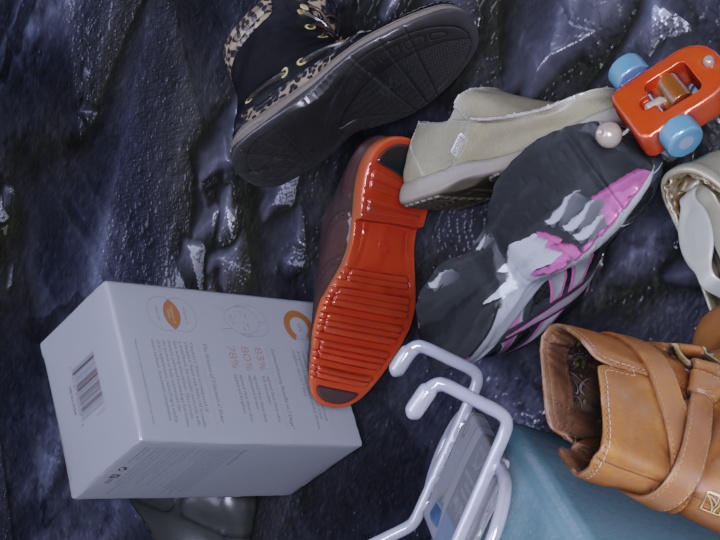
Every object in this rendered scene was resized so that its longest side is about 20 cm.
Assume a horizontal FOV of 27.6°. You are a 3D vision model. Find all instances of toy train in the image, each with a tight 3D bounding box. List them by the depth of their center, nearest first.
[{"bbox_3d":[0.229,-0.064,0.790,0.150,0.056,0.200,-37,53,3],"label":"toy train"}]

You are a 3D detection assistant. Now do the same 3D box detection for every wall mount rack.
[{"bbox_3d":[0.017,0.132,0.787,0.200,0.074,0.174,-113,48,-83],"label":"wall mount rack"}]

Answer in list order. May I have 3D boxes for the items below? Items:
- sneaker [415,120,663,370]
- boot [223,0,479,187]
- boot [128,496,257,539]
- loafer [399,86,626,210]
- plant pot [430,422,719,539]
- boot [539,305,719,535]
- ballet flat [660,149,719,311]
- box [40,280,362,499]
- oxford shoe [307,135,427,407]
[{"bbox_3d":[0.118,-0.016,0.910,0.200,0.086,0.081,-45,59,37],"label":"sneaker"},{"bbox_3d":[-0.018,-0.162,1.083,0.200,0.073,0.151,-34,39,14],"label":"boot"},{"bbox_3d":[-0.163,0.219,1.208,0.200,0.077,0.139,0,90,49],"label":"boot"},{"bbox_3d":[0.094,-0.089,0.957,0.200,0.075,0.069,-16,79,47],"label":"loafer"},{"bbox_3d":[0.127,0.192,0.803,0.196,0.196,0.200,-63,25,21],"label":"plant pot"},{"bbox_3d":[0.150,0.058,0.687,0.200,0.155,0.077,-97,27,-57],"label":"boot"},{"bbox_3d":[0.217,0.023,0.813,0.069,0.069,0.201,-36,60,39],"label":"ballet flat"},{"bbox_3d":[-0.115,0.091,1.072,0.097,0.199,0.125,-39,57,38],"label":"box"},{"bbox_3d":[0.000,0.000,1.068,0.072,0.071,0.201,20,94,65],"label":"oxford shoe"}]
